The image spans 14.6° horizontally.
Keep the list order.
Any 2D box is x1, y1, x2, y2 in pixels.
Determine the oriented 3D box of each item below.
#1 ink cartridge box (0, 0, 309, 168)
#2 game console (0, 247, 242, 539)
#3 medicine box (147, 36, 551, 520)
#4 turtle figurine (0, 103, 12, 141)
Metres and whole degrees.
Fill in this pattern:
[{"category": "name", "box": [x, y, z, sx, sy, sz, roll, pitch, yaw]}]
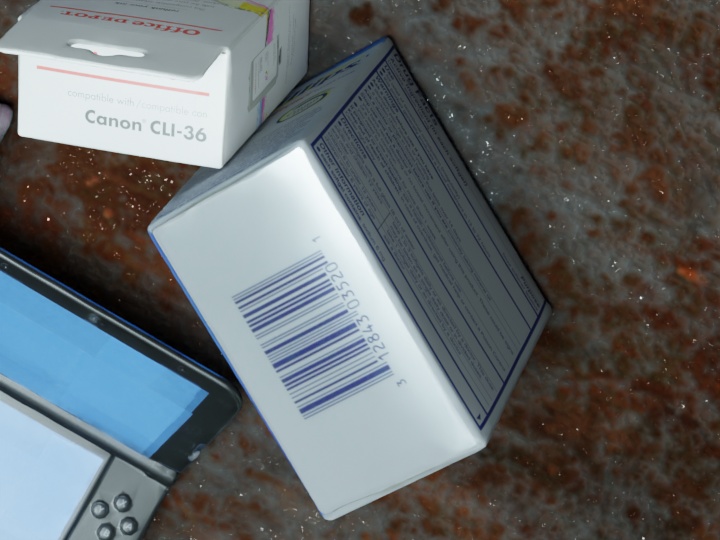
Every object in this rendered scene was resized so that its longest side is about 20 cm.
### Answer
[{"category": "ink cartridge box", "box": [-0.107, -0.111, 1.479, 0.116, 0.200, 0.068, 9, 113, 13]}, {"category": "game console", "box": [-0.196, 0.094, 1.606, 0.199, 0.118, 0.171, 31, 84, -9]}, {"category": "medicine box", "box": [0.000, 0.000, 1.491, 0.103, 0.200, 0.183, -27, 101, 21]}, {"category": "turtle figurine", "box": [-0.293, -0.105, 1.566, 0.199, 0.150, 0.101, 28, 132, -12]}]
